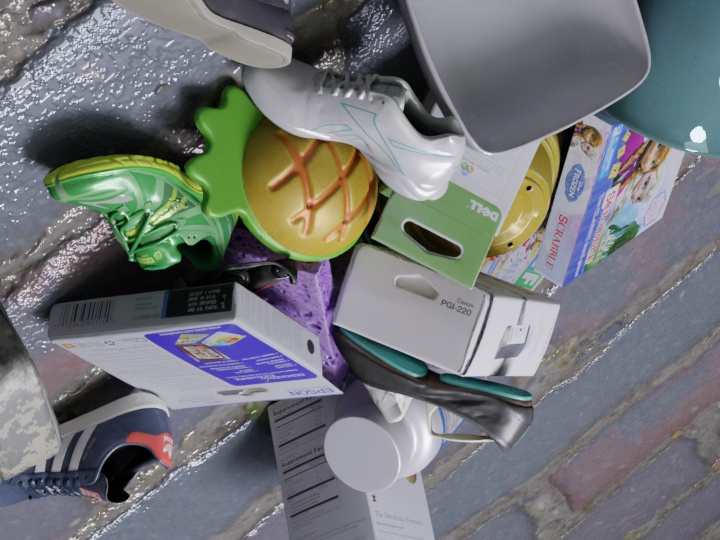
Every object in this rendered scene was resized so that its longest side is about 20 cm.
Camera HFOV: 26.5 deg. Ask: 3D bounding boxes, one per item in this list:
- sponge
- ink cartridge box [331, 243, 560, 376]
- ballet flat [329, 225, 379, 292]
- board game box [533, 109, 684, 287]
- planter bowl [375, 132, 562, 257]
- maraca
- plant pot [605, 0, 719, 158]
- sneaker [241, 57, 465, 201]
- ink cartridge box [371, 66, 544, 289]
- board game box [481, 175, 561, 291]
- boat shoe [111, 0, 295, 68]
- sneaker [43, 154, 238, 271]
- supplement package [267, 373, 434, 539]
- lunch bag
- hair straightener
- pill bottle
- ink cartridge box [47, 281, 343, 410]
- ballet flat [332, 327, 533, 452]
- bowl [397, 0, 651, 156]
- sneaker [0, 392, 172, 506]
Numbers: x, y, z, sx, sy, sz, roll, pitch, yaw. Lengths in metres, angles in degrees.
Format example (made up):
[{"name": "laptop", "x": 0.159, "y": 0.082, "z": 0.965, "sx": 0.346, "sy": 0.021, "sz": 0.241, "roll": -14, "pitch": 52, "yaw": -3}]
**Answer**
[{"name": "sponge", "x": -0.074, "y": 0.040, "z": 1.444, "sx": 0.200, "sy": 0.111, "sz": 0.030, "roll": 81, "pitch": 30, "yaw": -53}, {"name": "ink cartridge box", "x": 0.085, "y": 0.039, "z": 1.442, "sx": 0.200, "sy": 0.145, "sz": 0.085, "roll": 12, "pitch": 98, "yaw": -65}, {"name": "ballet flat", "x": 0.000, "y": 0.000, "z": 1.499, "sx": 0.062, "sy": 0.068, "sz": 0.200, "roll": -29, "pitch": 144, "yaw": 5}, {"name": "board game box", "x": 0.269, "y": -0.105, "z": 1.560, "sx": 0.199, "sy": 0.041, "sz": 0.200, "roll": -32, "pitch": 145, "yaw": -41}, {"name": "planter bowl", "x": 0.119, "y": -0.074, "z": 1.466, "sx": 0.200, "sy": 0.084, "sz": 0.201, "roll": -13, "pitch": 131, "yaw": -15}, {"name": "maraca", "x": -0.065, "y": -0.083, "z": 1.314, "sx": 0.200, "sy": 0.137, "sz": 0.107, "roll": 18, "pitch": 163, "yaw": -39}, {"name": "plant pot", "x": 0.312, "y": -0.212, "z": 1.379, "sx": 0.200, "sy": 0.200, "sz": 0.188, "roll": -2, "pitch": 121, "yaw": -38}, {"name": "sneaker", "x": -0.002, "y": -0.138, "z": 1.268, "sx": 0.200, "sy": 0.070, "sz": 0.080, "roll": 27, "pitch": 138, "yaw": -5}, {"name": "ink cartridge box", "x": 0.087, "y": -0.090, "z": 1.361, "sx": 0.104, "sy": 0.059, "sz": 0.200, "roll": 28, "pitch": 76, "yaw": -11}, {"name": "board game box", "x": 0.152, "y": -0.019, "z": 1.627, "sx": 0.134, "sy": 0.034, "sz": 0.200, "roll": 12, "pitch": 122, "yaw": -46}, {"name": "boat shoe", "x": -0.127, "y": -0.219, "z": 1.176, "sx": 0.200, "sy": 0.073, "sz": 0.063, "roll": 24, "pitch": 71, "yaw": -44}, {"name": "sneaker", "x": -0.175, "y": -0.045, "z": 1.275, "sx": 0.074, "sy": 0.084, "sz": 0.200, "roll": -8, "pitch": 163, "yaw": 39}, {"name": "supplement package", "x": -0.009, "y": 0.224, "z": 1.601, "sx": 0.109, "sy": 0.200, "sz": 0.114, "roll": -27, "pitch": 152, "yaw": 30}, {"name": "lunch bag", "x": -0.347, "y": 0.087, "z": 1.193, "sx": 0.168, "sy": 0.200, "sz": 0.139, "roll": -27, "pitch": 142, "yaw": -15}, {"name": "hair straightener", "x": -0.124, "y": 0.022, "z": 1.348, "sx": 0.077, "sy": 0.041, "sz": 0.200, "roll": -7, "pitch": 176, "yaw": -39}, {"name": "pill bottle", "x": 0.042, "y": 0.138, "z": 1.528, "sx": 0.200, "sy": 0.112, "sz": 0.112, "roll": -40, "pitch": 160, "yaw": -55}, {"name": "ink cartridge box", "x": -0.144, "y": 0.072, "z": 1.387, "sx": 0.198, "sy": 0.043, "sz": 0.200, "roll": -7, "pitch": 153, "yaw": 26}, {"name": "ballet flat", "x": 0.059, "y": 0.115, "z": 1.406, "sx": 0.068, "sy": 0.200, "sz": 0.069, "roll": -18, "pitch": 127, "yaw": -75}, {"name": "bowl", "x": 0.129, "y": -0.215, "z": 1.305, "sx": 0.200, "sy": 0.075, "sz": 0.200, "roll": -27, "pitch": 104, "yaw": -16}, {"name": "sneaker", "x": -0.268, "y": 0.193, "z": 1.452, "sx": 0.200, "sy": 0.085, "sz": 0.075, "roll": -27, "pitch": 148, "yaw": 10}]
